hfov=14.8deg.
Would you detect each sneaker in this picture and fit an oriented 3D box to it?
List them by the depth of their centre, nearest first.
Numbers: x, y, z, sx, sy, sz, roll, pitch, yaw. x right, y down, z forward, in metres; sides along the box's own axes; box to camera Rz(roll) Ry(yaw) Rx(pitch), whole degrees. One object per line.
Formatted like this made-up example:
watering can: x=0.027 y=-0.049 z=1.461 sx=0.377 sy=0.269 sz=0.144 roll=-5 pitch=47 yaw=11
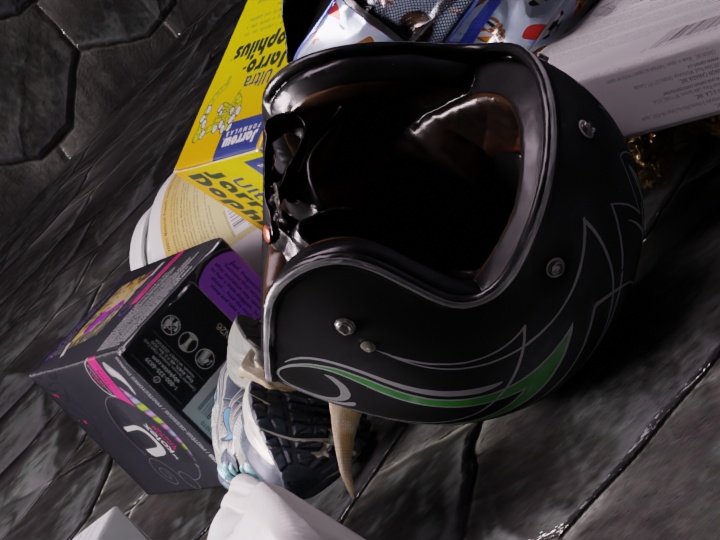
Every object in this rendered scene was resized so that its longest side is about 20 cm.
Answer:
sneaker: x=-0.046 y=0.159 z=1.416 sx=0.089 sy=0.075 sz=0.200 roll=-58 pitch=7 yaw=-8
sneaker: x=-0.047 y=0.101 z=1.634 sx=0.200 sy=0.077 sz=0.087 roll=-110 pitch=40 yaw=-71

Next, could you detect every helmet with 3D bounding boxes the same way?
helmet: x=0.045 y=-0.017 z=1.390 sx=0.189 sy=0.201 sz=0.200 roll=0 pitch=13 yaw=-3

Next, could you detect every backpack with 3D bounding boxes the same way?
backpack: x=0.053 y=-0.166 z=1.609 sx=0.190 sy=0.154 sz=0.200 roll=-44 pitch=-3 yaw=41

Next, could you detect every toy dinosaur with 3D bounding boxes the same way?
toy dinosaur: x=-0.013 y=0.054 z=1.569 sx=0.200 sy=0.101 sz=0.058 roll=-58 pitch=-7 yaw=-71

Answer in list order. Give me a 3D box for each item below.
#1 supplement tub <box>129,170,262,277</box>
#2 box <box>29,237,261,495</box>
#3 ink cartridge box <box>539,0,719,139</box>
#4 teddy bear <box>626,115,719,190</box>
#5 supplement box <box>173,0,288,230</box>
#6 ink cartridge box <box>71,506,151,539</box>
supplement tub: x=-0.057 y=-0.032 z=1.914 sx=0.200 sy=0.144 sz=0.145 roll=-31 pitch=17 yaw=47
box: x=-0.117 y=0.067 z=1.819 sx=0.106 sy=0.122 sz=0.200 roll=-48 pitch=12 yaw=-20
ink cartridge box: x=0.178 y=-0.128 z=1.461 sx=0.176 sy=0.045 sz=0.199 roll=-40 pitch=17 yaw=-36
teddy bear: x=0.200 y=-0.102 z=1.519 sx=0.199 sy=0.067 sz=0.145 roll=-24 pitch=31 yaw=42
supplement box: x=-0.015 y=-0.126 z=1.753 sx=0.109 sy=0.109 sz=0.201 roll=-11 pitch=51 yaw=56
ink cartridge box: x=-0.194 y=0.245 z=1.540 sx=0.200 sy=0.083 sz=0.146 roll=-38 pitch=13 yaw=24
